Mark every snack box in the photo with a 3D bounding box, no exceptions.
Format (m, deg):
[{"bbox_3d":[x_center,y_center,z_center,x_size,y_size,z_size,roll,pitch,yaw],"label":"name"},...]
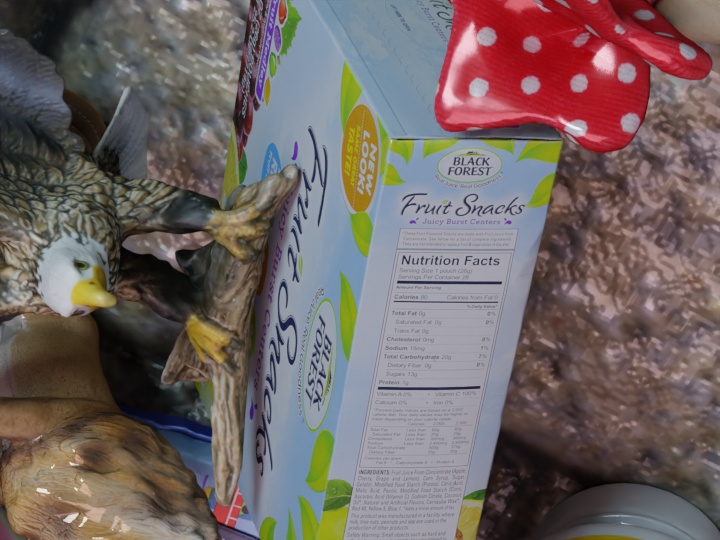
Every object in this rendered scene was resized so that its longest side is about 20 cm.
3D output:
[{"bbox_3d":[0.000,0.000,1.064,0.067,0.169,0.201,-2,122,-18],"label":"snack box"}]

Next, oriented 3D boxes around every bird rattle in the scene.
[{"bbox_3d":[0.094,-0.120,0.980,0.162,0.200,0.113,-2,121,-14],"label":"bird rattle"}]

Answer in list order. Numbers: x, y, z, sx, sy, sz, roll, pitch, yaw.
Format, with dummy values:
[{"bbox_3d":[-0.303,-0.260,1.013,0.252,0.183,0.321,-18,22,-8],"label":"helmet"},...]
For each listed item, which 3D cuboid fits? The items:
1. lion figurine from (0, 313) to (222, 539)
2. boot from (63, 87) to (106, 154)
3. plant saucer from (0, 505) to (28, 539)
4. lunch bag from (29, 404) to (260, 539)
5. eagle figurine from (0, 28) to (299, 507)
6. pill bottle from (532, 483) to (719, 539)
[{"bbox_3d":[-0.123,0.048,1.139,0.122,0.200,0.073,11,129,-25],"label":"lion figurine"},{"bbox_3d":[-0.206,-0.064,1.120,0.155,0.199,0.077,30,114,37],"label":"boot"},{"bbox_3d":[-0.189,0.099,1.110,0.200,0.201,0.051,37,100,-8],"label":"plant saucer"},{"bbox_3d":[-0.063,0.146,1.219,0.150,0.094,0.201,19,108,4],"label":"lunch bag"},{"bbox_3d":[-0.124,-0.007,1.009,0.199,0.152,0.151,4,159,-20],"label":"eagle figurine"},{"bbox_3d":[0.091,0.167,1.119,0.112,0.200,0.113,5,118,10],"label":"pill bottle"}]
